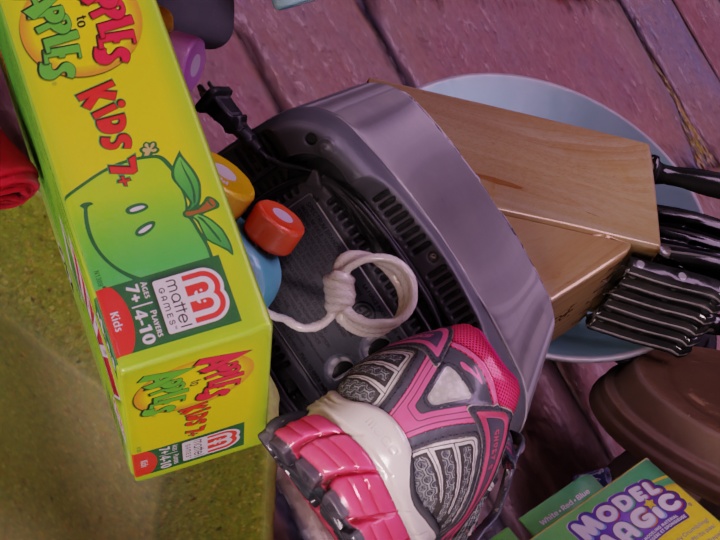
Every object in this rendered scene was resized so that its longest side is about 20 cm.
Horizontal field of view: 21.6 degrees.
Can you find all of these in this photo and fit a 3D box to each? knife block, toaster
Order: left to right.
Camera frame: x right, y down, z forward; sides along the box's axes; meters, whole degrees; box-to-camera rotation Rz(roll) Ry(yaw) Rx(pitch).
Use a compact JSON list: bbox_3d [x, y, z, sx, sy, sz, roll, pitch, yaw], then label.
[{"bbox_3d":[0.000,0.000,0.813,0.200,0.114,0.129,55,22,-2],"label":"toaster"},{"bbox_3d":[0.109,-0.037,0.964,0.175,0.064,0.200,-31,70,-36],"label":"knife block"}]

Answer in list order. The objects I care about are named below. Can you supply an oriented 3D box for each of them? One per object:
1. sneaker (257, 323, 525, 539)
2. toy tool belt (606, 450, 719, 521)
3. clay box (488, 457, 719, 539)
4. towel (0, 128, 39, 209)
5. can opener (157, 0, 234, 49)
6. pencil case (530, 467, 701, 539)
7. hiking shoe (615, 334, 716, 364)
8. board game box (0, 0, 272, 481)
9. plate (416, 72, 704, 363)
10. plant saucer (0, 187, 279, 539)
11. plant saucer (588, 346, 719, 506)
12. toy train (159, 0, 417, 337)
[{"bbox_3d":[0.020,0.072,0.656,0.081,0.075,0.200,51,-7,9],"label":"sneaker"},{"bbox_3d":[0.212,0.170,0.978,0.123,0.125,0.200,33,18,-47],"label":"toy tool belt"},{"bbox_3d":[0.129,0.163,0.789,0.115,0.048,0.200,-30,56,-28],"label":"clay box"},{"bbox_3d":[-0.201,-0.082,0.574,0.200,0.022,0.145,50,33,11],"label":"towel"},{"bbox_3d":[-0.121,-0.129,0.789,0.200,0.053,0.067,9,84,-60],"label":"can opener"},{"bbox_3d":[0.127,0.188,0.851,0.078,0.089,0.200,26,39,-26],"label":"pencil case"},{"bbox_3d":[0.148,-0.012,1.106,0.200,0.076,0.101,55,17,23],"label":"hiking shoe"},{"bbox_3d":[-0.082,-0.044,0.613,0.102,0.048,0.200,100,-29,-65],"label":"board game box"},{"bbox_3d":[0.092,-0.026,1.013,0.200,0.026,0.200,9,49,-11],"label":"plate"},{"bbox_3d":[-0.112,0.063,0.613,0.200,0.048,0.200,41,31,-31],"label":"plant saucer"},{"bbox_3d":[0.214,0.085,0.950,0.200,0.030,0.200,16,15,-4],"label":"plant saucer"},{"bbox_3d":[-0.055,-0.060,0.709,0.056,0.150,0.200,-32,110,-68],"label":"toy train"}]
